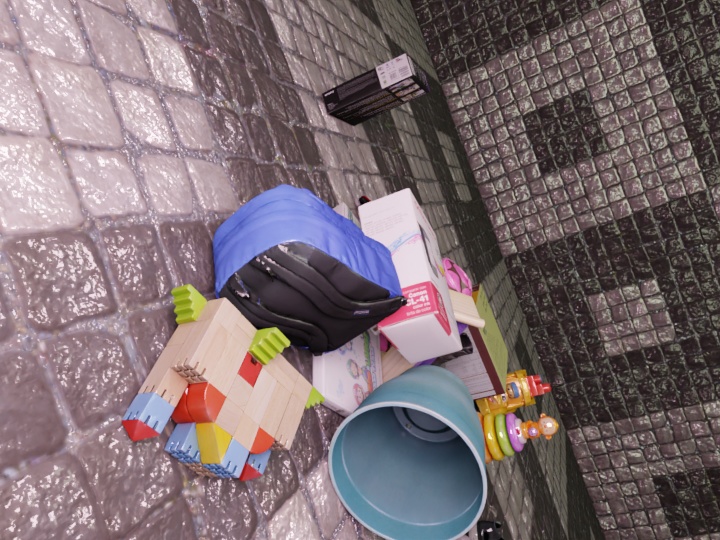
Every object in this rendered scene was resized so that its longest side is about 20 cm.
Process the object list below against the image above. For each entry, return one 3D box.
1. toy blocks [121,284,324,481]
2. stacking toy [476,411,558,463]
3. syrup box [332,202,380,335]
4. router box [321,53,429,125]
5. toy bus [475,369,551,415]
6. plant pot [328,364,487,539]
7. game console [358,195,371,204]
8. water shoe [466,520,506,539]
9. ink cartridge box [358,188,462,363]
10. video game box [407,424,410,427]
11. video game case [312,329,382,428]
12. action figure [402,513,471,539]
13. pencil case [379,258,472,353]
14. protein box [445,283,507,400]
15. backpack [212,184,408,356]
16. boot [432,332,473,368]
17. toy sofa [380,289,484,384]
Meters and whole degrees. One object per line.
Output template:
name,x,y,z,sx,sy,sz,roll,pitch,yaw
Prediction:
toy blocks,-0.126,0.129,0.497,0.200,0.100,0.137,53,39,-34
stacking toy,0.266,0.306,0.973,0.110,0.199,0.117,31,46,-57
syrup box,0.000,0.000,0.846,0.200,0.081,0.079,51,17,-23
router box,0.036,-0.385,1.137,0.149,0.199,0.051,-11,84,-68
toy bus,0.417,0.331,1.435,0.200,0.191,0.136,18,57,-61
plant pot,0.082,0.228,0.725,0.201,0.199,0.188,67,23,-7
game console,0.045,-0.029,1.101,0.200,0.119,0.172,50,-2,-41
water shoe,0.278,0.590,1.041,0.201,0.079,0.072,65,23,-12
ink cartridge box,0.070,0.010,0.740,0.148,0.085,0.201,48,30,-55
video game box,0.148,0.306,1.023,0.200,0.047,0.183,50,32,-41
video game case,-0.016,0.132,0.816,0.182,0.024,0.201,45,33,-46
action figure,0.128,0.442,0.735,0.193,0.104,0.201,31,41,-43
pencil case,0.111,0.068,0.930,0.093,0.200,0.091,32,34,-25
protein box,0.254,0.173,1.260,0.201,0.134,0.199,65,23,-13
backpack,-0.077,-0.006,0.625,0.200,0.162,0.168,27,31,-44
boot,0.173,0.176,1.074,0.200,0.131,0.070,31,43,-57
toy sofa,0.109,0.128,0.860,0.083,0.200,0.098,18,38,-26
